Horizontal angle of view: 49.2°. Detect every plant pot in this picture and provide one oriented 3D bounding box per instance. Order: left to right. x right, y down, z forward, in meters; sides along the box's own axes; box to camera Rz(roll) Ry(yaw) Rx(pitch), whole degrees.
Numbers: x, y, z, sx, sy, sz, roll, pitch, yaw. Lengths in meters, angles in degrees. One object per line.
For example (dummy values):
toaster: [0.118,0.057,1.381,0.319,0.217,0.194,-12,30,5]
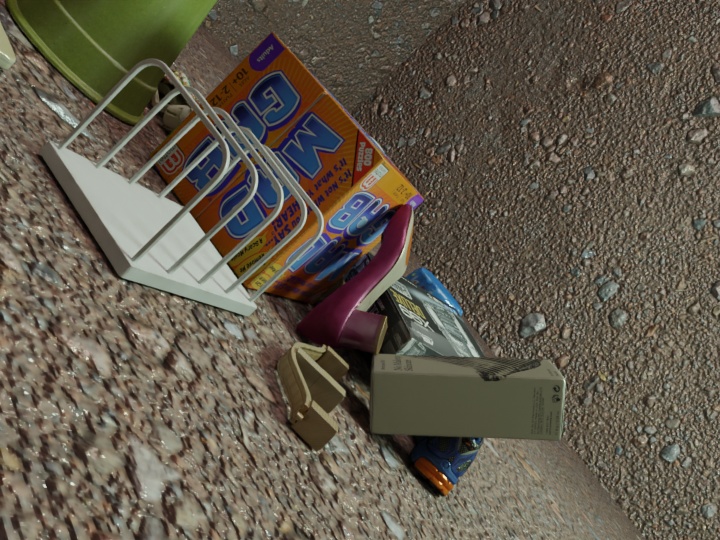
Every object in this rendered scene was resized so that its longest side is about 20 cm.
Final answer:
plant pot: [-0.269,-0.311,0.923,0.200,0.190,0.200,46,8,-8]

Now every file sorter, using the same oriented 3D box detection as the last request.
file sorter: [-0.137,-0.065,0.679,0.139,0.124,0.200,51,8,22]

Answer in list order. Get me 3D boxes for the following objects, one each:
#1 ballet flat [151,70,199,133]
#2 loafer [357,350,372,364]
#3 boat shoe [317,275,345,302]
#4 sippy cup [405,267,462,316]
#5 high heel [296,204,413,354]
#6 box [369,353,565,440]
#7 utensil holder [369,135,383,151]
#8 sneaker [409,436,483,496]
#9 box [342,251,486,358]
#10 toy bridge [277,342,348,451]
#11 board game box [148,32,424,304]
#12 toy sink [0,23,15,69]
ballet flat: [-0.250,-0.216,1.087,0.064,0.076,0.200,1,33,-35]
loafer: [0.045,0.103,1.058,0.200,0.070,0.068,44,9,-27]
boat shoe: [-0.071,-0.026,1.085,0.201,0.074,0.068,61,8,29]
sippy cup: [0.078,0.071,1.186,0.178,0.130,0.140,49,7,12]
high heel: [0.000,0.000,0.898,0.095,0.201,0.067,13,-24,10]
box: [0.109,0.132,0.833,0.198,0.069,0.082,2,8,-1]
utensil holder: [-0.042,-0.136,1.249,0.170,0.170,0.200,47,14,-7]
sneaker: [0.109,0.197,0.920,0.075,0.078,0.200,48,8,-3]
box: [0.080,0.080,0.986,0.199,0.050,0.158,32,21,-39]
toy bridge: [-0.046,0.101,0.724,0.067,0.027,0.200,45,8,-5]
board game box: [-0.079,-0.108,0.930,0.200,0.200,0.200,50,8,17]
toy sink: [-0.349,-0.288,0.650,0.200,0.112,0.131,38,12,-52]
